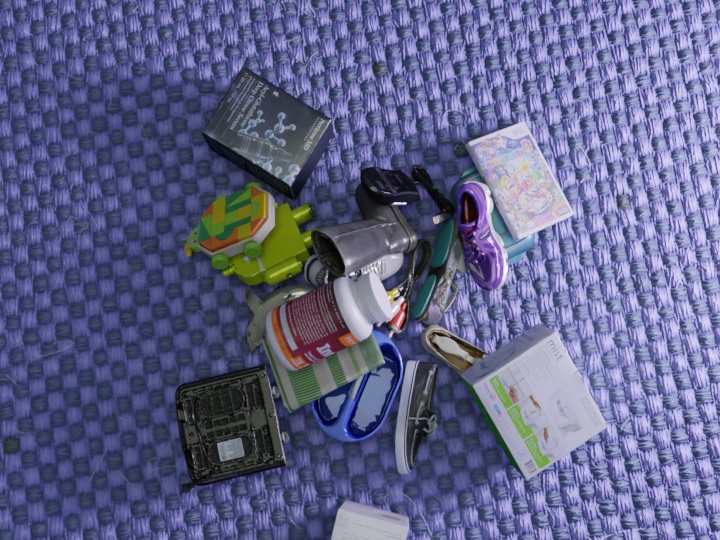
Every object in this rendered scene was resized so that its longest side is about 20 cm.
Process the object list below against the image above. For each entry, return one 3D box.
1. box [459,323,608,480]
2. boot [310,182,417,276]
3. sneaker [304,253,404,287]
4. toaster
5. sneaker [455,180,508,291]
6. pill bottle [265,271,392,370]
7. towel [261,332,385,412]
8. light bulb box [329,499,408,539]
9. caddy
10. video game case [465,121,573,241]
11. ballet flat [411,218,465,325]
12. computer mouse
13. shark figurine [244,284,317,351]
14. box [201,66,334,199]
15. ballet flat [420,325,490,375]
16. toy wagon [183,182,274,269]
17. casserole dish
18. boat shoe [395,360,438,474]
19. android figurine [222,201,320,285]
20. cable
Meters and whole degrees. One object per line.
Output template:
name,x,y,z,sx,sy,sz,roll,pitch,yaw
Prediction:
box,0.302,0.226,1.647,0.175,0.097,0.201,-33,100,-4
boot,-0.012,-0.076,1.680,0.198,0.073,0.182,-19,55,-36
sneaker,0.000,0.000,1.697,0.198,0.080,0.078,-13,104,-26
toaster,-0.231,0.278,1.667,0.197,0.119,0.184,-14,80,-1
sneaker,0.204,-0.059,1.698,0.080,0.083,0.203,-15,90,31
pill bottle,-0.052,0.082,1.597,0.198,0.113,0.114,-25,81,13
towel,-0.068,0.142,1.661,0.198,0.023,0.154,-29,64,11
light bulb box,0.000,0.506,1.585,0.123,0.198,0.203,13,82,5
caddy,-0.006,0.204,1.680,0.140,0.105,0.202,22,82,4
video game case,0.296,-0.168,1.751,0.142,0.018,0.202,-22,80,-27
ballet flat,0.155,0.008,1.737,0.071,0.072,0.203,20,82,4
computer mouse,0.083,-0.126,1.705,0.141,0.199,0.046,52,125,21
shark figurine,-0.128,0.050,1.728,0.212,0.090,0.129,-21,114,6
box,-0.170,-0.253,1.759,0.198,0.107,0.150,31,82,5
ballet flat,0.195,0.164,1.705,0.198,0.062,0.068,27,83,5
toy wagon,-0.246,-0.076,1.728,0.198,0.040,0.157,-19,49,18
casserole dish,0.249,-0.108,1.761,0.120,0.039,0.202,-25,80,-3
boat shoe,0.106,0.263,1.686,0.067,0.074,0.202,4,71,16
android figurine,-0.169,-0.050,1.733,0.198,0.041,0.184,-23,54,0
cable,0.088,0.037,1.720,0.201,0.050,0.097,-50,118,-21
